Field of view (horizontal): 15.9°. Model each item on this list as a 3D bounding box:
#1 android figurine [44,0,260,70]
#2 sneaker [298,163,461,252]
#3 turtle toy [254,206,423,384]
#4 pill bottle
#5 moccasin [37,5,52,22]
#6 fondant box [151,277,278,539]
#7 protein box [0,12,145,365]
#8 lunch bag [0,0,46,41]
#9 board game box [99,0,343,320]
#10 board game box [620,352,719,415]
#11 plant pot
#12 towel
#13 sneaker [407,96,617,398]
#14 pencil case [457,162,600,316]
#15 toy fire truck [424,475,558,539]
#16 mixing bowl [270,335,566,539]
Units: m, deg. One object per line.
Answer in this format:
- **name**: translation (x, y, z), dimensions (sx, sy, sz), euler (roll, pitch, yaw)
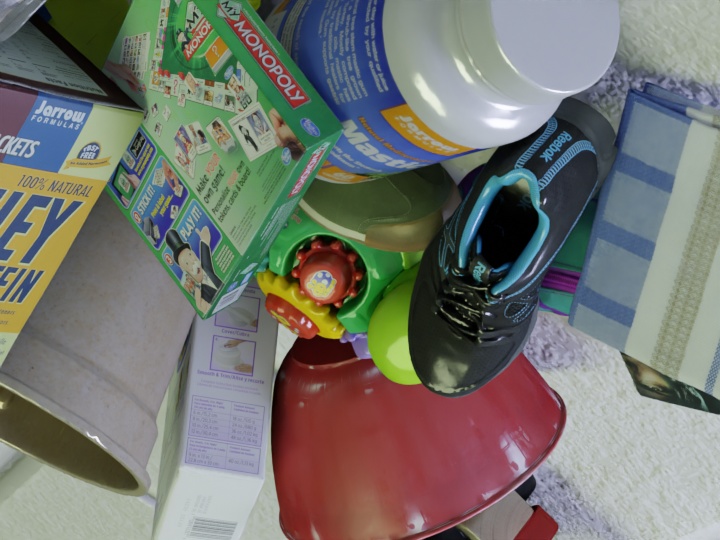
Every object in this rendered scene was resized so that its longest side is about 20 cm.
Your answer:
- **android figurine**: translation (-0.117, -0.136, 1.449), dimensions (0.182, 0.041, 0.200), euler (58, 147, 2)
- **sneaker**: translation (-0.029, -0.086, 1.461), dimensions (0.200, 0.067, 0.090), euler (35, 159, 37)
- **turtle toy**: translation (0.000, 0.000, 1.545), dimensions (0.200, 0.101, 0.146), euler (26, 164, 38)
- **pill bottle**: translation (0.039, -0.112, 1.324), dimensions (0.112, 0.112, 0.200), euler (41, 154, -23)
- **moccasin**: translation (-0.245, -0.181, 1.553), dimensions (0.068, 0.081, 0.200), euler (-20, 114, 42)
- **fondant box**: translation (-0.092, 0.069, 1.682), dimensions (0.058, 0.201, 0.144), euler (8, 152, -9)
- **protein box**: translation (-0.264, -0.068, 1.418), dimensions (0.200, 0.199, 0.135), euler (42, -162, 31)
- **lunch bag**: translation (-0.230, -0.240, 1.358), dimensions (0.164, 0.118, 0.200), euler (47, -179, -40)
- **board game box**: translation (-0.088, -0.073, 1.397), dimensions (0.135, 0.029, 0.200), euler (53, 149, 11)
- **board game box**: translation (0.238, 0.047, 1.507), dimensions (0.200, 0.028, 0.135), euler (12, 149, 33)
- **plant pot**: translation (-0.176, 0.011, 1.584), dimensions (0.200, 0.184, 0.201), euler (26, 164, 8)
- **towel**: translation (0.206, 0.000, 1.324), dimensions (0.200, 0.147, 0.024), euler (25, -159, 31)
- **sneaker**: translation (0.064, -0.004, 1.373), dimensions (0.073, 0.082, 0.200), euler (31, 128, 11)
- **pencil case**: translation (0.144, -0.004, 1.431), dimensions (0.200, 0.092, 0.085), euler (13, 124, 34)
- **toy fire truck**: translation (0.120, 0.228, 1.890), dimensions (0.200, 0.129, 0.176), euler (45, 153, -8)
- **mixing bowl**: translation (0.019, 0.080, 1.644), dimensions (0.200, 0.200, 0.109), euler (-1, 120, 48)
